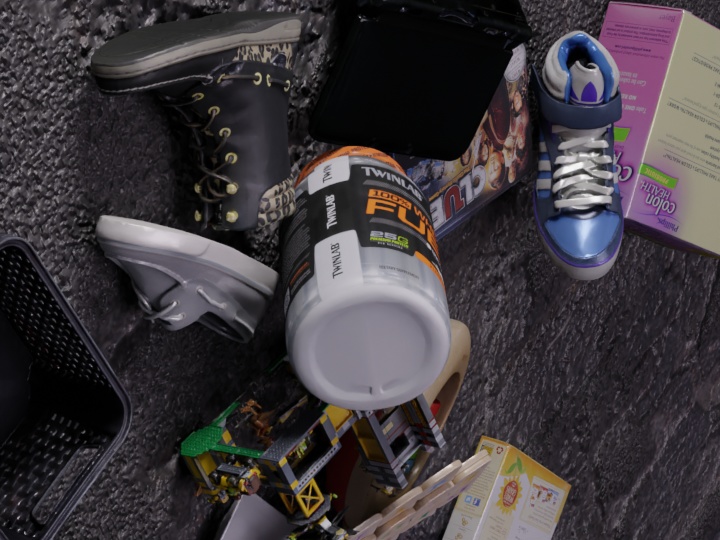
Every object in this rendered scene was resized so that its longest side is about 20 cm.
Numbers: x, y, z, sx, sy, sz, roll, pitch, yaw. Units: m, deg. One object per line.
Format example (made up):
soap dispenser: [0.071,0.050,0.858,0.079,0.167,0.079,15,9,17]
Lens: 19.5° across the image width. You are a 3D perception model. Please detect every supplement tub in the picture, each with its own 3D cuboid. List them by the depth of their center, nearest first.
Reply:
supplement tub: [0.000,0.000,1.572,0.201,0.121,0.123,-98,175,-53]

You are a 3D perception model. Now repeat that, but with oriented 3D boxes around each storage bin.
storage bin: [-0.249,0.074,1.346,0.136,0.093,0.201,-55,142,-26]

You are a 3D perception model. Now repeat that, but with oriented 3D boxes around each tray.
tray: [-0.116,0.279,1.673,0.107,0.022,0.201,43,68,-51]

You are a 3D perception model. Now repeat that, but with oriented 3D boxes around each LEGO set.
LEGO set: [-0.031,0.141,1.624,0.200,0.153,0.117,-49,124,-39]

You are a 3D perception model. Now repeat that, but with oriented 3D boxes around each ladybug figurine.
ladybug figurine: [0.024,0.125,1.745,0.201,0.071,0.136,-64,166,3]

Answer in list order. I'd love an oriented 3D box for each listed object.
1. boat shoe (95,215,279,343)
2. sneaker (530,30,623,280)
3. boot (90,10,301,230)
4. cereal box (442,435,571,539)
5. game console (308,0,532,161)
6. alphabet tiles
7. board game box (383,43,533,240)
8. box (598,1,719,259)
boat shoe: [-0.130,0.010,1.517,0.200,0.071,0.069,27,78,-65]
sneaker: [0.191,-0.111,1.835,0.147,0.080,0.202,83,6,-58]
boot: [-0.108,-0.099,1.486,0.203,0.073,0.155,-22,116,-53]
cereal box: [0.124,0.273,1.991,0.144,0.039,0.202,37,73,-53]
game console: [0.031,-0.198,1.662,0.199,0.116,0.177,5,60,-51]
alphabet tiles: [0.020,0.214,1.718,0.199,0.015,0.196,-32,169,-20]
board game box: [0.077,-0.109,1.781,0.200,0.034,0.137,-36,130,-42]
box: [0.296,-0.132,2.001,0.175,0.096,0.202,17,87,-44]
